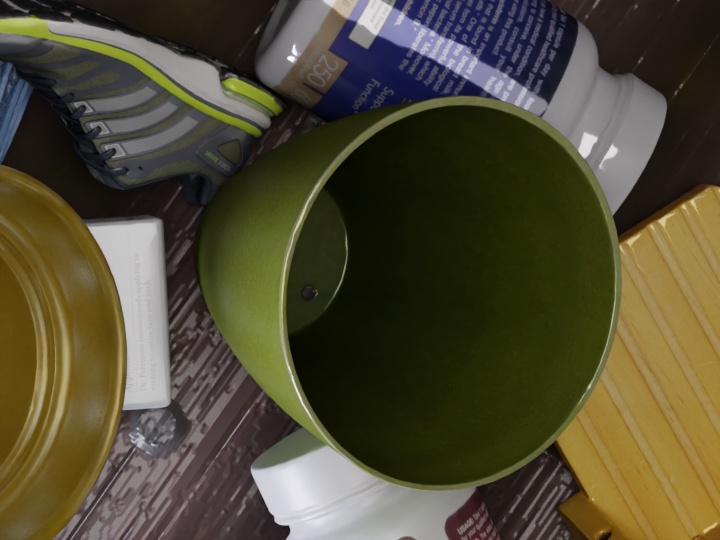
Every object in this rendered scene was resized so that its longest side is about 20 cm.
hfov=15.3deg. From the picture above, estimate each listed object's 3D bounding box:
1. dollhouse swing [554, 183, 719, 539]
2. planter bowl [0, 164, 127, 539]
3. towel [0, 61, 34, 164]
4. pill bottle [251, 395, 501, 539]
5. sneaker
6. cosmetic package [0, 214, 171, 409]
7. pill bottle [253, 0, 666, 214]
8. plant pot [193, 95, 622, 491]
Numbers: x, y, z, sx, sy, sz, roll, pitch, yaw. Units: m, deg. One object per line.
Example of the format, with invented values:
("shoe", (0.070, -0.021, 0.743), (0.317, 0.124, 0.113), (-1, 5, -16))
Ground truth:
("dollhouse swing", (0.203, 0.080, 1.429), (0.199, 0.182, 0.176), (-31, 117, -8))
("planter bowl", (-0.215, 0.046, 1.296), (0.200, 0.083, 0.202), (-5, 97, -44))
("towel", (-0.213, -0.138, 1.397), (0.111, 0.049, 0.201), (22, 88, -10))
("pill bottle", (0.026, 0.172, 1.418), (0.114, 0.114, 0.201), (-26, 96, -9))
("sneaker", (-0.130, -0.086, 1.379), (0.199, 0.074, 0.081), (19, 96, -34))
("cosmetic package", (-0.200, 0.026, 1.394), (0.199, 0.074, 0.102), (-3, 93, -9))
("pill bottle", (0.054, -0.102, 1.414), (0.199, 0.116, 0.116), (30, 86, -10))
("plant pot", (0.000, 0.000, 1.350), (0.186, 0.200, 0.188), (-4, 99, -27))
